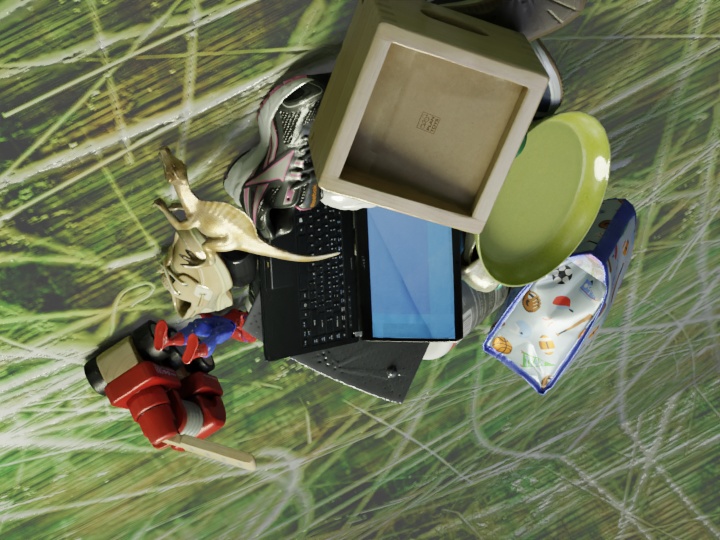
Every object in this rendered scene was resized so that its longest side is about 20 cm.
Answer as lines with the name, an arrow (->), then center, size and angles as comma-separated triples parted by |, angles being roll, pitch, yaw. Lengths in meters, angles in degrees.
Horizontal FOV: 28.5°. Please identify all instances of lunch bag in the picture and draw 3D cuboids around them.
lunch bag -> 0.250, 0.016, 1.701 | 0.201, 0.123, 0.170 | -58, 175, 36

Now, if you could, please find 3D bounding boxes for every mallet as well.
mallet -> -0.067, -0.042, 1.549 | 0.199, 0.041, 0.066 | -25, 157, -20

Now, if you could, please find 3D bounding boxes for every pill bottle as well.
pill bottle -> 0.119, 0.013, 1.746 | 0.200, 0.116, 0.116 | -38, 169, -39

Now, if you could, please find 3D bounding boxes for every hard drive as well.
hard drive -> -0.019, 0.052, 1.585 | 0.042, 0.199, 0.136 | 172, -56, -85

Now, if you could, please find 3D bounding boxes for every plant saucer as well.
plant saucer -> 0.187, -0.079, 1.499 | 0.199, 0.031, 0.201 | -26, 132, -32

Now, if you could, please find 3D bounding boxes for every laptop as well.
laptop -> 0.000, 0.000, 1.496 | 0.199, 0.179, 0.103 | -10, -168, -37

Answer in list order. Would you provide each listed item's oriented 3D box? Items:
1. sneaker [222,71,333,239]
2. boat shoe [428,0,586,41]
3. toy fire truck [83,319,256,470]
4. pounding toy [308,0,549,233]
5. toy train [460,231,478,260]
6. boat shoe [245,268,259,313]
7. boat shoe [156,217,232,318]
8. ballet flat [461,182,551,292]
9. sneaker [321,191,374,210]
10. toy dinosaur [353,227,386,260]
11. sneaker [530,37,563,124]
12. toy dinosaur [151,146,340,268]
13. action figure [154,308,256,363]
sneaker -> -0.056, -0.105, 1.343 | 0.080, 0.087, 0.200 | -17, 155, -33
boat shoe -> 0.108, -0.230, 1.291 | 0.199, 0.066, 0.072 | -20, 118, 16
toy fire truck -> -0.197, 0.167, 1.626 | 0.128, 0.201, 0.176 | -32, 159, 10
pounding toy -> 0.067, -0.132, 1.256 | 0.198, 0.143, 0.185 | 15, 117, -16
toy train -> 0.151, -0.056, 1.660 | 0.199, 0.114, 0.087 | -18, 119, -26
boat shoe -> -0.032, 0.041, 1.641 | 0.198, 0.076, 0.061 | 9, 134, -15
boat shoe -> -0.175, 0.004, 1.467 | 0.065, 0.073, 0.200 | -26, 165, -10
ballet flat -> 0.164, -0.073, 1.559 | 0.062, 0.067, 0.201 | 25, 89, -22
sneaker -> 0.034, -0.139, 1.422 | 0.199, 0.078, 0.100 | -32, 146, -1
toy dinosaur -> 0.041, -0.056, 1.578 | 0.199, 0.089, 0.047 | -35, 149, 12
sneaker -> 0.145, -0.168, 1.480 | 0.108, 0.070, 0.200 | -28, 162, -8
toy dinosaur -> -0.125, -0.035, 1.331 | 0.199, 0.059, 0.101 | 34, 148, -24
action figure -> -0.163, 0.065, 1.623 | 0.200, 0.065, 0.052 | -10, 116, -69
